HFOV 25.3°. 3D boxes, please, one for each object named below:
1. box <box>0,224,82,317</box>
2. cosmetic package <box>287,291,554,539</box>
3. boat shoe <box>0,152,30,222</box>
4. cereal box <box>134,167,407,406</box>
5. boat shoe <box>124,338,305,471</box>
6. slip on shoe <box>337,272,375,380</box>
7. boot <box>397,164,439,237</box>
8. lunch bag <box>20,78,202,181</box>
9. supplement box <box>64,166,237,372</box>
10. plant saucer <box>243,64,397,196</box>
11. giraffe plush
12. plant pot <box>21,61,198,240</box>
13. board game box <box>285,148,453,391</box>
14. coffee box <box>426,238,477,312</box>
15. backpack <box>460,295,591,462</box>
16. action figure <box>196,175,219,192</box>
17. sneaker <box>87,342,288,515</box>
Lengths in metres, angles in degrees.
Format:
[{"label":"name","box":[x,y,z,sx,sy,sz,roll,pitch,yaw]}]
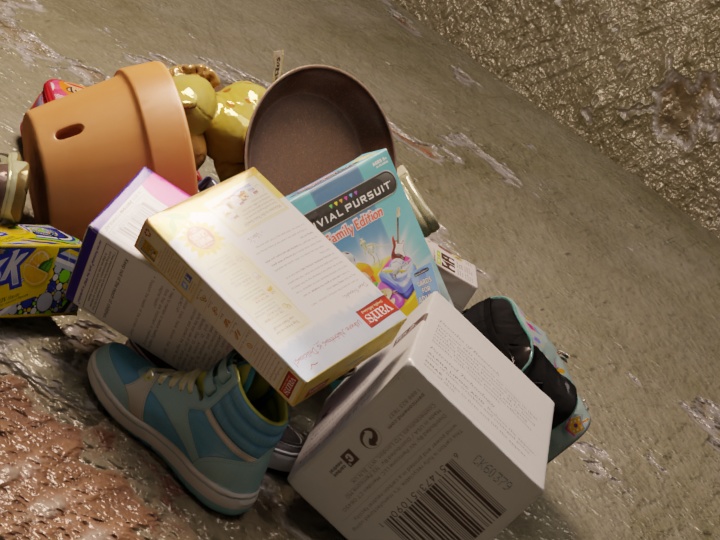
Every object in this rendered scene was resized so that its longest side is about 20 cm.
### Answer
[{"label":"box","box":[-0.325,0.000,1.389,0.064,0.071,0.200,21,11,29]},{"label":"cosmetic package","box":[0.061,0.154,1.455,0.165,0.165,0.200,43,18,-5]},{"label":"boat shoe","box":[-0.351,-0.082,1.492,0.066,0.072,0.201,15,0,-21]},{"label":"cereal box","box":[-0.075,0.010,1.363,0.200,0.040,0.144,45,42,15]},{"label":"boat shoe","box":[-0.124,0.104,1.474,0.200,0.066,0.070,37,19,11]},{"label":"slip on shoe","box":[-0.033,0.079,1.513,0.076,0.200,0.061,-17,67,-42]},{"label":"boot","box":[-0.014,-0.069,1.769,0.200,0.154,0.072,53,-2,43]},{"label":"lunch bag","box":[-0.270,-0.115,1.767,0.199,0.082,0.177,22,26,-34]},{"label":"supplement box","box":[-0.144,0.018,1.422,0.199,0.104,0.101,32,44,4]},{"label":"plant saucer","box":[-0.048,-0.110,1.661,0.200,0.202,0.037,17,-11,-38]},{"label":"giraffe plush","box":[-0.156,-0.153,1.715,0.161,0.172,0.201,7,69,-33]},{"label":"plant pot","box":[-0.252,-0.097,1.584,0.139,0.201,0.200,-10,36,-18]},{"label":"board game box","box":[0.000,0.000,1.622,0.151,0.047,0.201,-30,102,-32]},{"label":"coffee box","box":[0.024,0.003,1.887,0.199,0.113,0.080,30,18,-10]},{"label":"backpack","box":[0.135,0.129,1.669,0.153,0.176,0.200,42,12,-27]},{"label":"action figure","box":[-0.138,-0.014,1.608,0.194,0.104,0.200,60,6,26]},{"label":"sneaker","box":[-0.138,0.097,1.370,0.200,0.131,0.079,40,24,18]}]
